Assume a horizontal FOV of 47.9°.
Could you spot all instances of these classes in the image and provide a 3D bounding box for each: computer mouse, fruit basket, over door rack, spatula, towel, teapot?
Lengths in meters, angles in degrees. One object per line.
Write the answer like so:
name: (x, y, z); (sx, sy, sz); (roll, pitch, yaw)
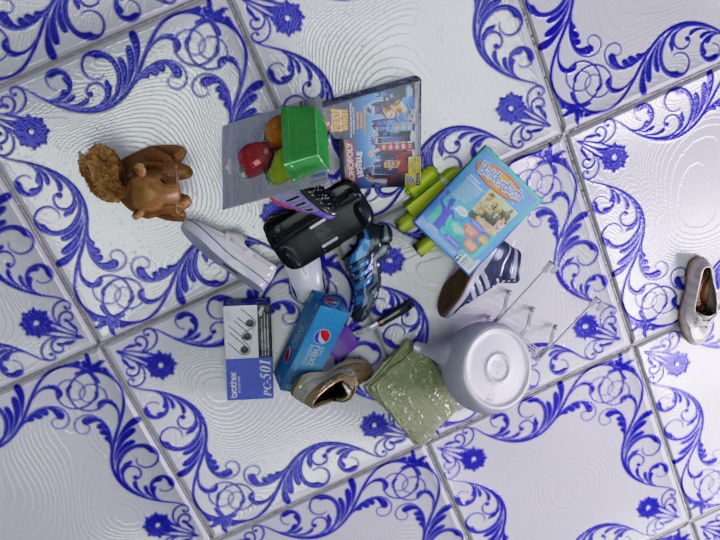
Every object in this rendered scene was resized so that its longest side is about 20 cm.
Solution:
computer mouse: (-0.112, -0.024, 1.566); (0.109, 0.044, 0.200); (-18, 108, -5)
fruit basket: (-0.152, -0.204, 1.431); (0.200, 0.186, 0.094); (-17, 151, 20)
over door rack: (0.375, 0.079, 1.660); (0.148, 0.067, 0.200); (35, 119, -17)
spatula: (0.022, 0.114, 1.642); (0.200, 0.021, 0.057); (-28, 107, -1)
towel: (0.113, 0.253, 1.679); (0.148, 0.036, 0.200); (-43, 109, -10)
teapot: (0.239, 0.195, 1.641); (0.197, 0.146, 0.200); (-27, 98, -26)

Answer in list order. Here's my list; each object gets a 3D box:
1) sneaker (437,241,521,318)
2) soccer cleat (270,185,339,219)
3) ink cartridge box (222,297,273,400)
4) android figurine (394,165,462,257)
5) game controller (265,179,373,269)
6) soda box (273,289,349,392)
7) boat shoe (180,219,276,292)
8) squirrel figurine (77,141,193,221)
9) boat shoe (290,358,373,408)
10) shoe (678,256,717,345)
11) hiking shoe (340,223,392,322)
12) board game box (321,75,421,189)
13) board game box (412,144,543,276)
sneaker: (0.244, 0.024, 1.629); (0.108, 0.070, 0.200); (20, 113, -28)
soccer cleat: (-0.121, -0.139, 1.478); (0.200, 0.068, 0.073); (37, 113, 24)
ink cartridge box: (-0.220, 0.155, 1.600); (0.094, 0.044, 0.200); (-2, 107, -8)
android figurine: (0.169, -0.121, 1.588); (0.200, 0.041, 0.182); (-41, 108, 4)
game controller: (-0.076, -0.083, 1.516); (0.200, 0.042, 0.104); (-31, 118, 8)
soda box: (-0.098, 0.143, 1.589); (0.068, 0.064, 0.200); (16, 112, -27)
boat shoe: (-0.244, -0.043, 1.533); (0.200, 0.071, 0.070); (37, 70, -14)
squirrel figurine: (-0.391, -0.146, 1.406); (0.200, 0.187, 0.142); (9, 105, -12)
boat shoe: (-0.044, 0.229, 1.596); (0.200, 0.066, 0.074); (-14, 133, -42)
shoe: (0.724, 0.071, 1.733); (0.070, 0.053, 0.200); (-7, 107, -7)
hiking shoe: (0.000, 0.000, 1.586); (0.087, 0.074, 0.200); (13, 94, -6)
board game box: (0.011, -0.256, 1.509); (0.199, 0.062, 0.200); (-3, 111, -6)
board game box: (0.220, -0.113, 1.534); (0.152, 0.045, 0.200); (44, 97, -1)
